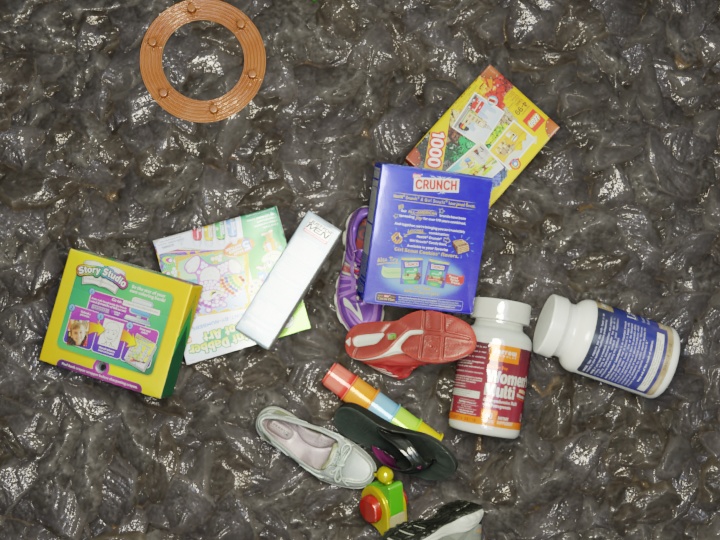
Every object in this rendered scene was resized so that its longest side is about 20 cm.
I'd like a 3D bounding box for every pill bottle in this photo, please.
[{"bbox_3d":[0.372,0.112,1.445,0.199,0.116,0.116,19,84,-2],"label":"pill bottle"},{"bbox_3d":[0.200,0.146,1.434,0.109,0.110,0.201,9,85,-3],"label":"pill bottle"}]

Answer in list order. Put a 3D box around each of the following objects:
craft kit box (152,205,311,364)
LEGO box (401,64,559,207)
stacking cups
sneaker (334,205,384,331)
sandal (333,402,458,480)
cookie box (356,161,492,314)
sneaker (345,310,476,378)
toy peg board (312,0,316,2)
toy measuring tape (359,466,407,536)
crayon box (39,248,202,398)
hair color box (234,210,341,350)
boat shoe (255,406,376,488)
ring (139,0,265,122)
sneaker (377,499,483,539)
[{"bbox_3d":[-0.196,0.023,1.454,0.199,0.049,0.199,-17,89,-5],"label":"craft kit box"},{"bbox_3d":[0.184,-0.191,1.479,0.149,0.077,0.200,41,84,1],"label":"LEGO box"},{"bbox_3d":[0.032,0.213,1.449,0.200,0.061,0.061,38,84,5],"label":"stacking cups"},{"bbox_3d":[0.000,0.000,1.447,0.080,0.083,0.201,-1,86,-4],"label":"sneaker"},{"bbox_3d":[0.045,0.264,1.400,0.199,0.048,0.076,21,123,17],"label":"sandal"},{"bbox_3d":[0.093,-0.049,1.384,0.170,0.075,0.201,7,98,-11],"label":"cookie box"},{"bbox_3d":[0.088,0.114,1.417,0.199,0.116,0.079,1,70,24],"label":"sneaker"},{"bbox_3d":[-0.110,-0.505,1.438,0.199,0.200,0.098,39,98,0],"label":"toy peg board"},{"bbox_3d":[0.036,0.386,1.434,0.073,0.074,0.201,-4,105,-4],"label":"toy measuring tape"},{"bbox_3d":[-0.354,0.077,1.406,0.199,0.058,0.174,16,89,9],"label":"crayon box"},{"bbox_3d":[-0.105,0.017,1.390,0.060,0.099,0.201,32,83,0],"label":"hair color box"},{"bbox_3d":[-0.067,0.269,1.427,0.201,0.065,0.075,32,84,-3],"label":"boat shoe"},{"bbox_3d":[-0.248,-0.333,1.493,0.199,0.019,0.202,0,86,-4],"label":"ring"},{"bbox_3d":[0.107,0.403,1.394,0.199,0.074,0.080,-9,96,-35],"label":"sneaker"}]
